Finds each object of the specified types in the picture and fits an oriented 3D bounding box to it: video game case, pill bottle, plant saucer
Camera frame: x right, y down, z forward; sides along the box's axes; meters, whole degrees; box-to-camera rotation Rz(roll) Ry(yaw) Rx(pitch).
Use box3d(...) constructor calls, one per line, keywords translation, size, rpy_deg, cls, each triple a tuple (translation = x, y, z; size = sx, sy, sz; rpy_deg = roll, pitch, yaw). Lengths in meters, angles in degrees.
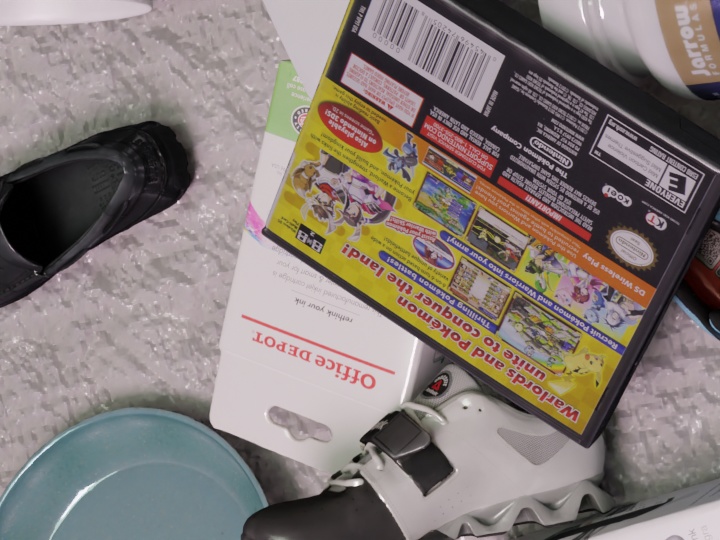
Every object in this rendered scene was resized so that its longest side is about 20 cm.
box3d(translation=(0.062, -0.035, 1.279), size=(0.199, 0.025, 0.181), rpy_deg=(33, 129, 12), cls="video game case")
box3d(translation=(0.189, -0.140, 1.236), size=(0.199, 0.116, 0.117), rpy_deg=(-5, 95, 29), cls="pill bottle")
box3d(translation=(-0.124, 0.178, 1.482), size=(0.199, 0.036, 0.202), rpy_deg=(-8, 73, 26), cls="plant saucer")

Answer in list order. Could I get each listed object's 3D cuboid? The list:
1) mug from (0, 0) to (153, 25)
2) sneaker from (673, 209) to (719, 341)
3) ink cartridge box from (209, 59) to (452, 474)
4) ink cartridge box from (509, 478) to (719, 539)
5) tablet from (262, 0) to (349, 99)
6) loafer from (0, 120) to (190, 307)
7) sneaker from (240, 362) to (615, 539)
box3d(translation=(-0.159, -0.225, 1.418), size=(0.198, 0.148, 0.177), rpy_deg=(-2, 90, -2), cls="mug")
box3d(translation=(0.203, 0.030, 1.277), size=(0.200, 0.090, 0.079), rpy_deg=(37, 113, 16), cls="sneaker")
box3d(translation=(0.000, 0.000, 1.396), size=(0.116, 0.067, 0.201), rpy_deg=(20, 106, 23), cls="ink cartridge box")
box3d(translation=(0.157, 0.189, 1.331), size=(0.199, 0.084, 0.145), rpy_deg=(-20, 89, 30), cls="ink cartridge box")
box3d(translation=(0.026, -0.189, 1.340), size=(0.200, 0.014, 0.131), rpy_deg=(-42, 48, 20), cls="tablet")
box3d(translation=(-0.185, -0.027, 1.491), size=(0.200, 0.070, 0.069), rpy_deg=(-26, 85, 29), cls="loafer")
box3d(translation=(0.029, 0.093, 1.339), size=(0.074, 0.199, 0.089), rpy_deg=(-168, 69, -65), cls="sneaker")
